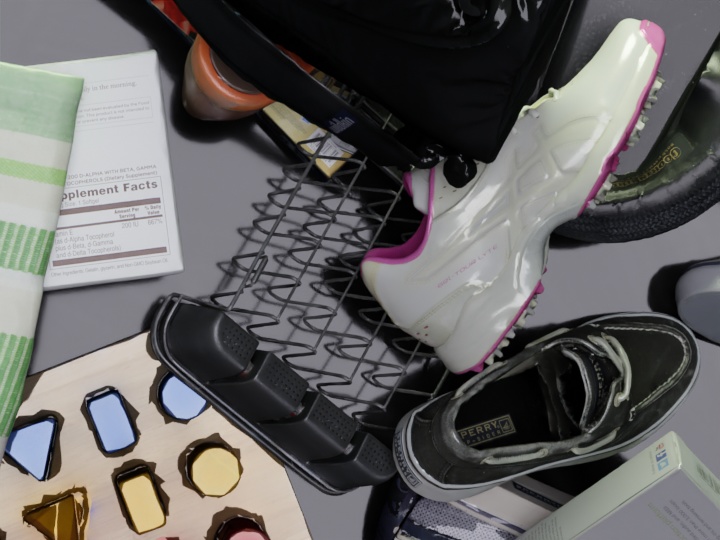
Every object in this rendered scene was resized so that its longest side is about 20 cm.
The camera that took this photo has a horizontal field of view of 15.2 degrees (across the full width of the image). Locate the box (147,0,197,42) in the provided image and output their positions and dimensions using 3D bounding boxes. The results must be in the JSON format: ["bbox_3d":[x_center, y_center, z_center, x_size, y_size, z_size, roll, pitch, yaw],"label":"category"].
[{"bbox_3d":[-0.067,-0.234,1.358,0.137,0.040,0.200,41,95,-25],"label":"box"}]

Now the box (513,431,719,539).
[{"bbox_3d":[0.126,0.189,1.387,0.200,0.036,0.144,-37,114,20],"label":"box"}]

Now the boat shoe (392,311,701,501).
[{"bbox_3d":[0.110,0.066,1.395,0.200,0.064,0.071,-22,81,-35],"label":"boat shoe"}]

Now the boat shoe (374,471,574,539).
[{"bbox_3d":[0.095,0.168,1.433,0.200,0.075,0.093,27,100,-4],"label":"boat shoe"}]

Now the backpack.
[{"bbox_3d":[0.002,-0.153,1.282,0.200,0.167,0.127,28,54,8],"label":"backpack"}]

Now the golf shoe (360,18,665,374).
[{"bbox_3d":[0.076,-0.048,1.344,0.091,0.075,0.200,33,93,0],"label":"golf shoe"}]

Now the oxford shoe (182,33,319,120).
[{"bbox_3d":[-0.016,-0.144,1.389,0.200,0.073,0.071,-35,91,-25],"label":"oxford shoe"}]

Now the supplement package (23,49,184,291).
[{"bbox_3d":[-0.195,-0.042,1.354,0.199,0.156,0.111,-7,92,-6],"label":"supplement package"}]

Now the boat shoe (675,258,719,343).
[{"bbox_3d":[0.267,0.007,1.456,0.199,0.071,0.070,5,61,-2],"label":"boat shoe"}]

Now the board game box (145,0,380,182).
[{"bbox_3d":[-0.040,-0.165,1.434,0.135,0.035,0.200,-44,94,-5],"label":"board game box"}]

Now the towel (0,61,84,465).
[{"bbox_3d":[-0.222,-0.006,1.263,0.152,0.023,0.201,10,91,-7],"label":"towel"}]

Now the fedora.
[{"bbox_3d":[0.134,-0.116,1.422,0.200,0.092,0.201,0,95,-2],"label":"fedora"}]

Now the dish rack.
[{"bbox_3d":[0.000,0.000,1.399,0.153,0.054,0.200,41,67,-29],"label":"dish rack"}]

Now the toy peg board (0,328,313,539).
[{"bbox_3d":[-0.126,0.145,1.388,0.199,0.098,0.200,-21,92,-7],"label":"toy peg board"}]
